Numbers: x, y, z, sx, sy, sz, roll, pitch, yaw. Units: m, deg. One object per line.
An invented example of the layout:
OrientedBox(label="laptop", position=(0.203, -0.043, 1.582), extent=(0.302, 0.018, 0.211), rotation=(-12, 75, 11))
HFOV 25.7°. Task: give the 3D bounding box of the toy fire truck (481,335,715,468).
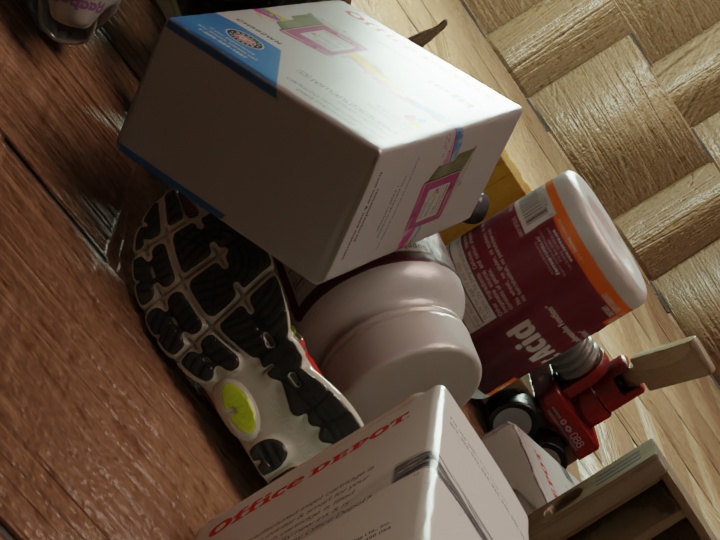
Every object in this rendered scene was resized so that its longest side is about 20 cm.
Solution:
OrientedBox(label="toy fire truck", position=(0.190, 0.075, 1.378), extent=(0.177, 0.199, 0.129), rotation=(52, 14, -22))

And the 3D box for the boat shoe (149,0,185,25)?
OrientedBox(label="boat shoe", position=(-0.090, -0.165, 1.068), extent=(0.203, 0.074, 0.075), rotation=(66, 37, -54))

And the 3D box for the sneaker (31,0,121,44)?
OrientedBox(label="sneaker", position=(-0.179, -0.192, 0.955), extent=(0.074, 0.101, 0.200), rotation=(16, 9, -17))

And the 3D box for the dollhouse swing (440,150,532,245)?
OrientedBox(label="dollhouse swing", position=(0.099, -0.090, 1.512), extent=(0.201, 0.181, 0.176), rotation=(56, 34, -6))

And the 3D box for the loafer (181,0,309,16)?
OrientedBox(label="loafer", position=(-0.073, -0.151, 0.994), extent=(0.073, 0.202, 0.071), rotation=(29, 4, 25))

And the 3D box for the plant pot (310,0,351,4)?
OrientedBox(label="plant pot", position=(-0.073, -0.294, 1.348), extent=(0.187, 0.185, 0.202), rotation=(31, 45, -62))

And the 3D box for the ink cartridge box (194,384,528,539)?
OrientedBox(label="ink cartridge box", position=(-0.009, 0.148, 0.643), extent=(0.084, 0.145, 0.200), rotation=(55, 15, -11))

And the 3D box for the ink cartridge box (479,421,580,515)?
OrientedBox(label="ink cartridge box", position=(0.140, 0.219, 1.143), extent=(0.200, 0.084, 0.147), rotation=(45, 19, -50))

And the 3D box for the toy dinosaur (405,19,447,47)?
OrientedBox(label="toy dinosaur", position=(0.002, -0.105, 1.220), extent=(0.085, 0.201, 0.136), rotation=(30, -8, 39))

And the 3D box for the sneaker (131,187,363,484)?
OrientedBox(label="sneaker", position=(-0.063, 0.050, 0.866), extent=(0.201, 0.076, 0.085), rotation=(61, -6, 7))

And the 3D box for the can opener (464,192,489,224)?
OrientedBox(label="can opener", position=(0.050, -0.034, 1.237), extent=(0.066, 0.054, 0.200), rotation=(17, -11, -6))

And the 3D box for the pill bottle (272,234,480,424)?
OrientedBox(label="pill bottle", position=(0.000, 0.000, 1.022), extent=(0.114, 0.114, 0.201), rotation=(39, 24, -52))

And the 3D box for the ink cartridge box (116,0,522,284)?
OrientedBox(label="ink cartridge box", position=(-0.016, -0.081, 0.891), extent=(0.144, 0.085, 0.200), rotation=(33, 23, 17))

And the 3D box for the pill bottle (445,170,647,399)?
OrientedBox(label="pill bottle", position=(0.103, 0.024, 1.183), extent=(0.115, 0.199, 0.114), rotation=(52, 16, -21))

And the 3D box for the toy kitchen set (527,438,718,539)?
OrientedBox(label="toy kitchen set", position=(0.095, 0.163, 0.901), extent=(0.164, 0.179, 0.200), rotation=(56, 10, -3))
